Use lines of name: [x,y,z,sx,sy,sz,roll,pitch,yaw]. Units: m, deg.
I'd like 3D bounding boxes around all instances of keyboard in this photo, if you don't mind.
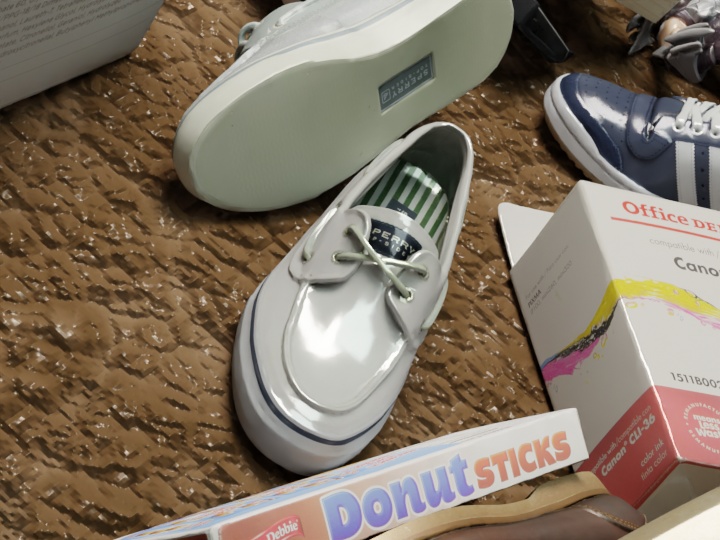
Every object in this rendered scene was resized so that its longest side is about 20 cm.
keyboard: [0.042,-0.197,1.185,0.200,0.021,0.127,58,8,29]

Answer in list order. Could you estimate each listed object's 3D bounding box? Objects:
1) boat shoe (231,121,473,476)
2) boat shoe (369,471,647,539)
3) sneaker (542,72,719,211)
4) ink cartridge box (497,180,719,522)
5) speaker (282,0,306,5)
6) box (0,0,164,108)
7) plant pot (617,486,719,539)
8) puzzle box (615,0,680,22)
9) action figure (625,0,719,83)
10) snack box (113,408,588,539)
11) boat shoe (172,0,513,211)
boat shoe: [0.000,0.000,0.953,0.073,0.067,0.200,29,38,-8]
boat shoe: [0.050,0.127,0.851,0.199,0.071,0.070,-13,56,-45]
sneaker: [0.196,-0.063,1.137,0.200,0.109,0.070,35,36,-1]
ink cartridge box: [0.143,0.032,1.028,0.116,0.068,0.201,11,43,-29]
speaker: [-0.037,-0.208,1.139,0.081,0.081,0.201,-3,52,-40]
box: [-0.184,-0.178,0.938,0.199,0.131,0.200,43,32,9]
plant pot: [0.133,0.188,0.765,0.176,0.200,0.201,-5,51,-27]
puzzle box: [0.088,-0.228,1.216,0.133,0.025,0.201,18,37,-48]
action figure: [0.228,-0.113,1.252,0.200,0.070,0.130,42,46,16]
snack box: [-0.003,0.087,0.852,0.199,0.072,0.024,-13,89,-45]
boat shoe: [-0.018,-0.089,1.034,0.200,0.070,0.071,-31,42,-35]
